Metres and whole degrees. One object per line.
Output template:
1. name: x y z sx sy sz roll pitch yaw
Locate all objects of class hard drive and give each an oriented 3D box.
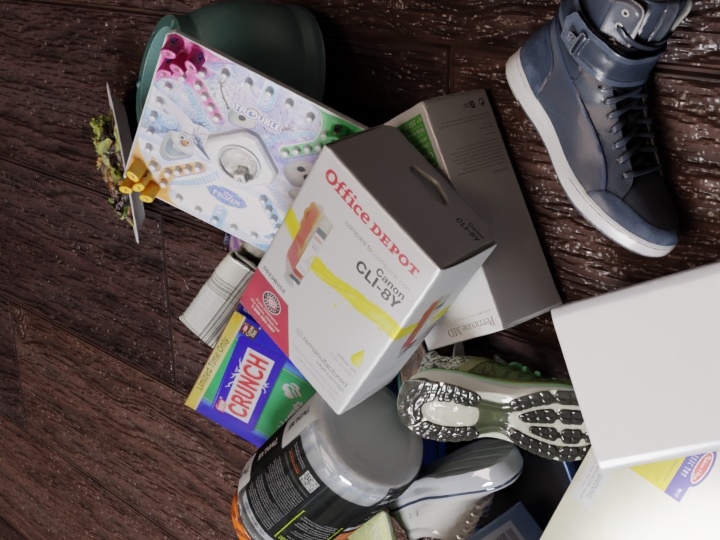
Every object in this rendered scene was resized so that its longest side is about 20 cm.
1. hard drive: 0.252 0.065 0.773 0.199 0.025 0.133 -18 89 32

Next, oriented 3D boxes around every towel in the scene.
1. towel: -0.088 0.066 1.132 0.192 0.035 0.200 40 136 -6

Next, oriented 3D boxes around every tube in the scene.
1. tube: 0.013 0.267 1.077 0.058 0.052 0.200 35 172 -8

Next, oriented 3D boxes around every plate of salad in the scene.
1. plate of salad: -0.303 -0.131 1.300 0.200 0.048 0.202 170 90 -77

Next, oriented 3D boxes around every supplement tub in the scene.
1. supplement tub: -0.039 0.198 1.005 0.200 0.122 0.123 -47 69 40

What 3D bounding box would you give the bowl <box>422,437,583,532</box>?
1. bowl: 0.134 0.196 0.990 0.200 0.039 0.203 20 118 42

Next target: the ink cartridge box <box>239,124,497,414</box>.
1. ink cartridge box: 0.000 0.000 0.890 0.145 0.083 0.201 47 132 16

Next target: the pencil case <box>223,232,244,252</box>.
1. pencil case: -0.064 -0.062 1.090 0.084 0.086 0.200 34 140 -14

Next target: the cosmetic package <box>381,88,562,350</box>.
1. cosmetic package: 0.085 -0.043 0.922 0.107 0.084 0.202 -24 84 51

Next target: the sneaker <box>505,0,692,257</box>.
1. sneaker: 0.200 -0.123 0.769 0.203 0.076 0.146 60 141 15

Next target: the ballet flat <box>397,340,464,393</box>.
1. ballet flat: 0.061 0.053 0.991 0.067 0.068 0.202 -23 64 22

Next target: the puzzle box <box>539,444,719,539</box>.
1. puzzle box: 0.239 0.186 0.843 0.133 0.025 0.201 34 120 22

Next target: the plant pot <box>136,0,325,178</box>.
1. plant pot: -0.140 -0.177 1.032 0.200 0.133 0.203 -24 62 56

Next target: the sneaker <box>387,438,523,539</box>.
1. sneaker: 0.093 0.208 0.967 0.071 0.073 0.200 57 148 2

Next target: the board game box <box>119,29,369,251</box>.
1. board game box: -0.112 -0.097 0.962 0.199 0.026 0.200 26 138 -6

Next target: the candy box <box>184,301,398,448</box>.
1. candy box: -0.060 0.119 1.085 0.199 0.077 0.170 32 132 -1

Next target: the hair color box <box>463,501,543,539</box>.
1. hair color box: 0.087 0.303 0.976 0.061 0.098 0.201 52 136 20

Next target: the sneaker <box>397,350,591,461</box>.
1. sneaker: 0.133 0.100 0.899 0.198 0.089 0.078 10 124 3
